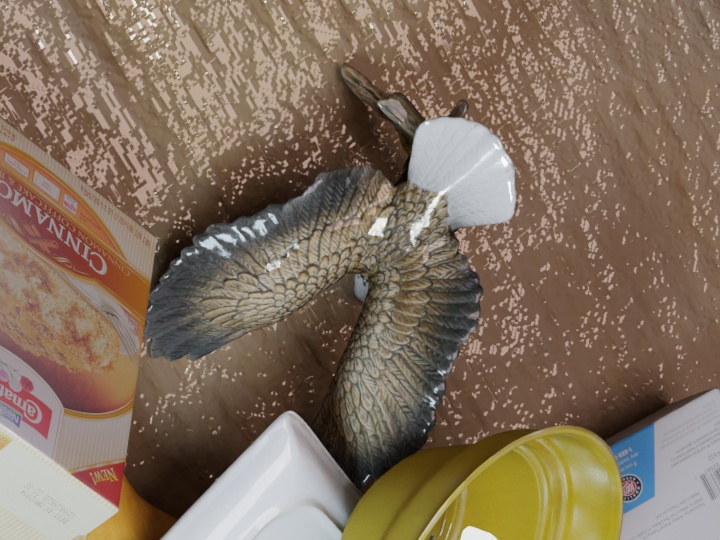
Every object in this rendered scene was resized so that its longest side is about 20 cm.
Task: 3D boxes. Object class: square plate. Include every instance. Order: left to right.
[{"bbox_3d":[-0.060,0.197,1.399,0.200,0.028,0.198,-46,139,-7],"label":"square plate"}]

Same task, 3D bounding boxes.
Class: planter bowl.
[{"bbox_3d":[0.046,0.157,1.386,0.200,0.083,0.201,-29,133,-36],"label":"planter bowl"}]

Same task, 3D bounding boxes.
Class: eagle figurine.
[{"bbox_3d":[0.001,0.004,1.432,0.200,0.152,0.151,-50,138,-22],"label":"eagle figurine"}]

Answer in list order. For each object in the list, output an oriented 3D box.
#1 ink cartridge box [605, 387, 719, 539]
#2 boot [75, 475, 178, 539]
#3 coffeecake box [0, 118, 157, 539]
[{"bbox_3d":[0.205,0.187,1.569,0.116,0.067,0.200,-26,88,-26],"label":"ink cartridge box"},{"bbox_3d":[-0.109,0.150,1.418,0.144,0.071,0.201,-7,105,-35],"label":"boot"},{"bbox_3d":[-0.187,0.024,1.285,0.153,0.073,0.200,39,32,-28],"label":"coffeecake box"}]
